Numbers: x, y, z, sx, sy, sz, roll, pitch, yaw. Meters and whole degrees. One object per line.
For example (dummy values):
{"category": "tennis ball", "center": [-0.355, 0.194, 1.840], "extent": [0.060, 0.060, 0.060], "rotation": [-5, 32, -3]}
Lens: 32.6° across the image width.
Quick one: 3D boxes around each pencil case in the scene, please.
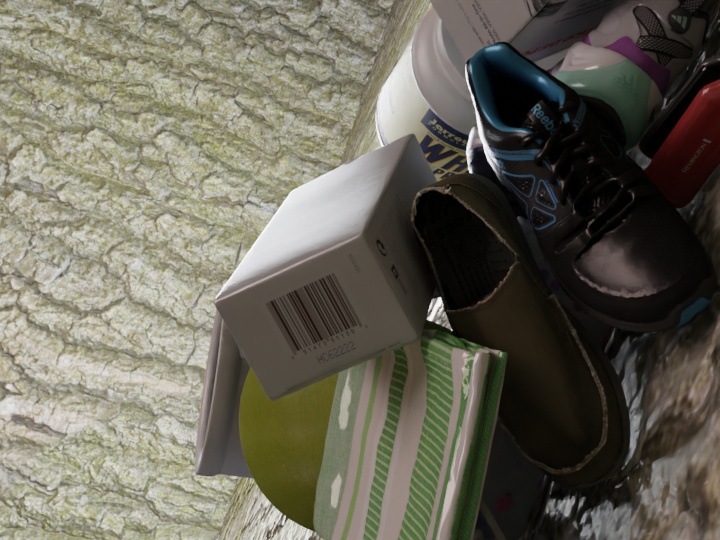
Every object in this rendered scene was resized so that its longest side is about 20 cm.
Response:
{"category": "pencil case", "center": [0.098, 0.068, 0.770], "extent": [0.091, 0.083, 0.201], "rotation": [-127, 58, -70]}

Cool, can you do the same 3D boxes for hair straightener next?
{"category": "hair straightener", "center": [0.204, -0.127, 0.663], "extent": [0.201, 0.041, 0.077], "rotation": [110, 176, -46]}

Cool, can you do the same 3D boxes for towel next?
{"category": "towel", "center": [0.019, 0.104, 0.708], "extent": [0.200, 0.023, 0.154], "rotation": [-169, 89, -68]}

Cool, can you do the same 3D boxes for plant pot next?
{"category": "plant pot", "center": [0.025, 0.106, 0.929], "extent": [0.200, 0.186, 0.188], "rotation": [-26, 43, 66]}

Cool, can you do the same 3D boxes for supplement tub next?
{"category": "supplement tub", "center": [0.103, -0.172, 1.148], "extent": [0.200, 0.144, 0.146], "rotation": [128, 161, -68]}

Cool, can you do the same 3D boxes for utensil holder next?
{"category": "utensil holder", "center": [-0.039, 0.111, 1.112], "extent": [0.170, 0.198, 0.171], "rotation": [-171, 90, -81]}

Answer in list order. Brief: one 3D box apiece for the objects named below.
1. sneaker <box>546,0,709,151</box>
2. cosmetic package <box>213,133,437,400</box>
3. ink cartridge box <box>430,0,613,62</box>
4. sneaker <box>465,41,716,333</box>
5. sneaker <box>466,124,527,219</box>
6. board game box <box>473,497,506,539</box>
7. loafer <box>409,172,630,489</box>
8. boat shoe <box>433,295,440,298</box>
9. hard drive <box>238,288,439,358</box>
{"category": "sneaker", "center": [0.173, -0.137, 0.811], "extent": [0.140, 0.078, 0.200], "rotation": [-50, 10, -8]}
{"category": "cosmetic package", "center": [-0.008, -0.009, 0.761], "extent": [0.101, 0.072, 0.200], "rotation": [-24, 16, 19]}
{"category": "ink cartridge box", "center": [0.151, -0.223, 0.793], "extent": [0.145, 0.084, 0.200], "rotation": [-24, -11, -34]}
{"category": "sneaker", "center": [0.115, -0.046, 0.672], "extent": [0.073, 0.082, 0.200], "rotation": [-37, 51, 0]}
{"category": "sneaker", "center": [0.103, -0.014, 0.839], "extent": [0.200, 0.070, 0.109], "rotation": [55, -130, -64]}
{"category": "board game box", "center": [0.035, 0.229, 0.703], "extent": [0.201, 0.026, 0.200], "rotation": [-67, 31, 27]}
{"category": "loafer", "center": [0.079, 0.032, 0.690], "extent": [0.075, 0.201, 0.069], "rotation": [-38, -23, 22]}
{"category": "boat shoe", "center": [0.036, -0.011, 1.108], "extent": [0.072, 0.199, 0.069], "rotation": [14, 110, 46]}
{"category": "hard drive", "center": [0.000, 0.000, 0.939], "extent": [0.199, 0.043, 0.135], "rotation": [-20, 18, 36]}
